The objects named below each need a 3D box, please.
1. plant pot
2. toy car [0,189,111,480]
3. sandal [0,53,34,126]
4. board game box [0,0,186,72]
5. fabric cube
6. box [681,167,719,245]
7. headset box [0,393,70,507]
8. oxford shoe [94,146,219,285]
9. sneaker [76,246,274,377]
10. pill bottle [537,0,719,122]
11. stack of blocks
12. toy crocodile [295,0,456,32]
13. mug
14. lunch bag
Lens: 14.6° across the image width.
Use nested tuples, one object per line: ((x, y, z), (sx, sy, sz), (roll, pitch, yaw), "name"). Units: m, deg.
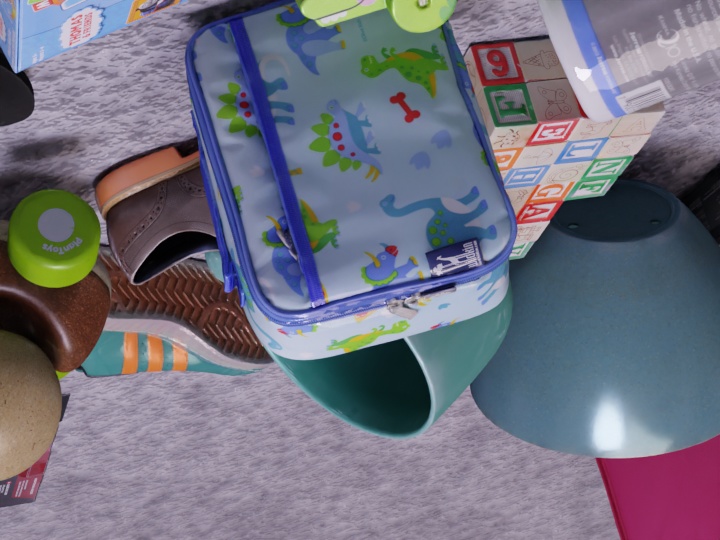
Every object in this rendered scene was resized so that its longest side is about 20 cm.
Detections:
((0.171, 0.017, 1.913), (0.200, 0.200, 0.135), (-11, 120, -12), "plant pot")
((-0.238, 0.067, 1.663), (0.158, 0.200, 0.164), (11, 151, -4), "toy car")
((-0.251, -0.098, 1.505), (0.075, 0.045, 0.200), (-28, 155, 26), "sandal")
((-0.084, -0.175, 1.374), (0.200, 0.037, 0.151), (-25, 167, -15), "board game box")
((0.327, 0.147, 2.270), (0.199, 0.196, 0.200), (-1, 154, -32), "fabric cube")
((0.318, -0.052, 1.993), (0.159, 0.046, 0.200), (-1, 154, -32), "box")
((-0.298, 0.115, 1.935), (0.200, 0.075, 0.149), (-9, 157, -17), "headset box")
((-0.062, -0.050, 1.708), (0.200, 0.073, 0.071), (-23, 156, 16), "oxford shoe")
((-0.146, 0.035, 1.866), (0.200, 0.071, 0.080), (18, 142, -41), "sneaker")
((0.202, -0.167, 1.556), (0.200, 0.114, 0.114), (-21, 157, 12), "pill bottle")
((0.100, -0.072, 1.782), (0.115, 0.059, 0.200), (-7, 156, -20), "stack of blocks")
((0.058, -0.177, 1.502), (0.200, 0.068, 0.062), (-15, 127, -2), "toy crocodile")
((0.007, 0.000, 1.744), (0.114, 0.185, 0.152), (-46, -179, -29), "mug")
((-0.009, -0.057, 1.558), (0.160, 0.200, 0.082), (-13, 157, -4), "lunch bag")
